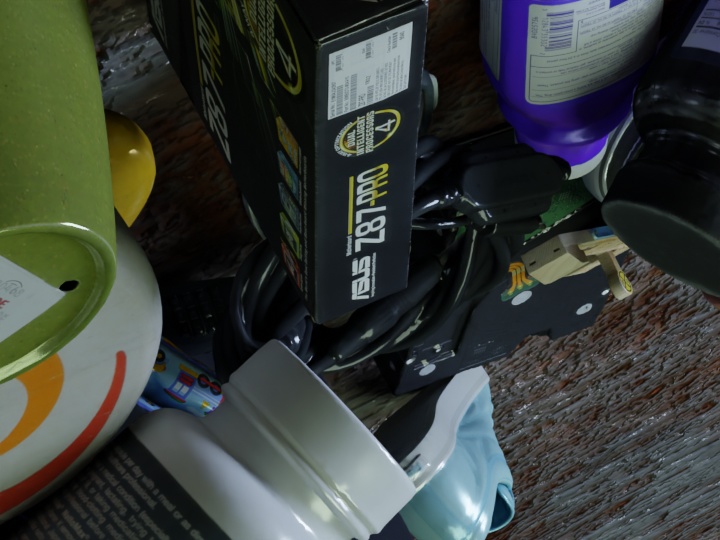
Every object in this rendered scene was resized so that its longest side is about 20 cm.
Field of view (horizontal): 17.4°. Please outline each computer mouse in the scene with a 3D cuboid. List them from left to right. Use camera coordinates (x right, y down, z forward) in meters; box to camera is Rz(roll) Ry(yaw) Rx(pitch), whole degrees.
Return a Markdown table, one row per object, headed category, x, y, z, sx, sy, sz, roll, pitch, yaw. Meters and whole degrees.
| category | x | y | z | sx | sy | sz | roll | pitch | yaw |
| --- | --- | --- | --- | --- | --- | --- | --- | --- | --- |
| computer mouse | -0.029 | 0.019 | 1.179 | 0.200 | 0.034 | 0.059 | -8 | 169 | -12 |

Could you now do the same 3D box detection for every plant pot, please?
| category | x | y | z | sx | sy | sz | roll | pitch | yaw |
| --- | --- | --- | --- | --- | --- | --- | --- | --- | --- |
| plant pot | -0.159 | -0.062 | 0.757 | 0.187 | 0.200 | 0.187 | -24 | 154 | -12 |

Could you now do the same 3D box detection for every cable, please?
| category | x | y | z | sx | sy | sz | roll | pitch | yaw |
| --- | --- | --- | --- | --- | --- | --- | --- | --- | --- |
| cable | 0.000 | 0.000 | 1.077 | 0.200 | 0.051 | 0.163 | -16 | 158 | -49 |

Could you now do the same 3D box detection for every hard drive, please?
| category | x | y | z | sx | sy | sz | roll | pitch | yaw |
| --- | --- | --- | --- | --- | --- | --- | --- | --- | --- |
| hard drive | 0.087 | -0.015 | 1.289 | 0.139 | 0.038 | 0.200 | -19 | 153 | -21 |

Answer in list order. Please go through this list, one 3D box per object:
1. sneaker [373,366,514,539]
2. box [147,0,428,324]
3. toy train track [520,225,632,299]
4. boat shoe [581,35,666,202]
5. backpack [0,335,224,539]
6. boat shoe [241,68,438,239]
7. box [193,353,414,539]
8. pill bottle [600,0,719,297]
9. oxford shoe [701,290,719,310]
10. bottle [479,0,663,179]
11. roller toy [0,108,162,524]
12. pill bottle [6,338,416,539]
| category | x | y | z | sx | sy | sz | roll | pitch | yaw |
| --- | --- | --- | --- | --- | --- | --- | --- | --- | --- |
| sneaker | 0.052 | 0.114 | 1.355 | 0.074 | 0.082 | 0.200 | -37 | -175 | 19 |
| box | -0.032 | -0.095 | 0.875 | 0.049 | 0.161 | 0.200 | -22 | 155 | -12 |
| toy train track | 0.136 | -0.006 | 1.216 | 0.115 | 0.033 | 0.200 | -30 | 171 | 25 |
| boat shoe | 0.200 | -0.096 | 1.181 | 0.200 | 0.066 | 0.070 | -39 | 132 | 0 |
| backpack | -0.147 | 0.113 | 1.140 | 0.182 | 0.135 | 0.200 | 32 | 154 | -22 |
| boat shoe | -0.009 | -0.049 | 1.099 | 0.076 | 0.060 | 0.200 | -23 | 155 | -16 |
| box | -0.076 | 0.165 | 1.260 | 0.104 | 0.200 | 0.182 | 3 | 139 | -51 |
| pill bottle | 0.194 | -0.091 | 1.082 | 0.200 | 0.112 | 0.112 | -59 | 157 | -12 |
| oxford shoe | 0.220 | -0.027 | 1.190 | 0.071 | 0.074 | 0.200 | -22 | -157 | 33 |
| bottle | 0.097 | -0.111 | 1.090 | 0.083 | 0.065 | 0.200 | -23 | 154 | -9 |
| roller toy | -0.183 | 0.008 | 0.932 | 0.200 | 0.140 | 0.182 | -48 | 145 | 15 |
| pill bottle | -0.078 | 0.128 | 0.981 | 0.200 | 0.120 | 0.120 | -44 | 155 | -6 |
